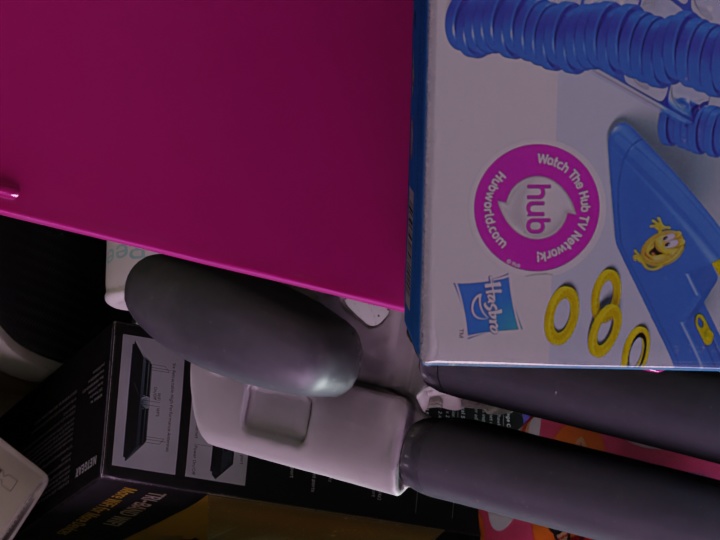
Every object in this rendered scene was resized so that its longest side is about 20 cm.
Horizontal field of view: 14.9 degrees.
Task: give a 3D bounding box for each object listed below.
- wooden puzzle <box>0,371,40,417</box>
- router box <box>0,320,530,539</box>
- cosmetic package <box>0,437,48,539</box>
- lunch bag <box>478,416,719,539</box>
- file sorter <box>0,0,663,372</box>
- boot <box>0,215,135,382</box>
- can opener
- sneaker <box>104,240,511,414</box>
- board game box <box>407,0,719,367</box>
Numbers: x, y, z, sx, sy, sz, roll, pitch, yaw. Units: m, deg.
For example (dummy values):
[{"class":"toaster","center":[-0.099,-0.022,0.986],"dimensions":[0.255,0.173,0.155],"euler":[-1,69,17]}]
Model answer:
[{"class":"wooden puzzle","center":[-0.206,0.042,1.012],"dimensions":[0.199,0.047,0.185],"euler":[15,155,-28]},{"class":"router box","center":[-0.042,0.077,0.935],"dimensions":[0.156,0.053,0.200],"euler":[10,161,-20]},{"class":"cosmetic package","center":[-0.187,0.090,0.918],"dimensions":[0.103,0.073,0.200],"euler":[37,151,-7]},{"class":"lunch bag","center":[0.145,0.073,0.791],"dimensions":[0.199,0.082,0.176],"euler":[9,155,-15]},{"class":"file sorter","center":[-0.027,-0.069,0.653],"dimensions":[0.199,0.140,0.125],"euler":[14,177,-29]},{"class":"boot","center":[-0.176,-0.011,0.898],"dimensions":[0.144,0.073,0.200],"euler":[-4,160,34]},{"class":"can opener","center":[0.025,0.038,0.717],"dimensions":[0.199,0.053,0.066],"euler":[13,-175,32]},{"class":"sneaker","center":[0.011,0.021,0.828],"dimensions":[0.199,0.089,0.075],"euler":[25,150,-16]},{"class":"board game box","center":[0.110,-0.080,0.568],"dimensions":[0.194,0.201,0.056],"euler":[1,-173,-2]}]
